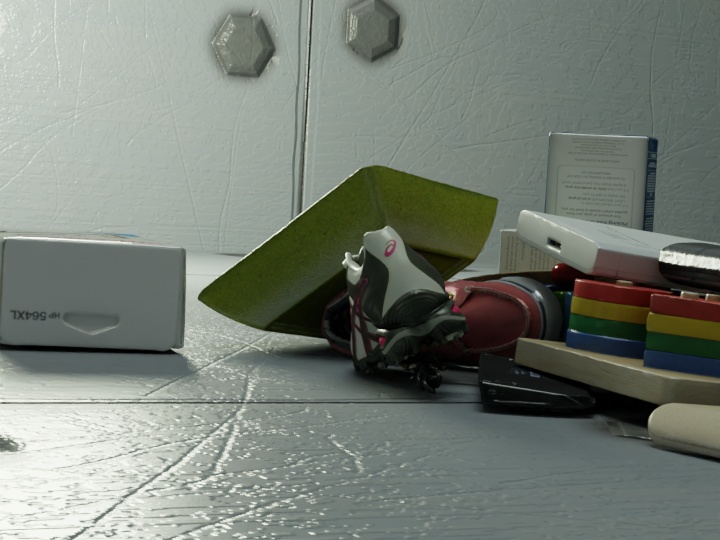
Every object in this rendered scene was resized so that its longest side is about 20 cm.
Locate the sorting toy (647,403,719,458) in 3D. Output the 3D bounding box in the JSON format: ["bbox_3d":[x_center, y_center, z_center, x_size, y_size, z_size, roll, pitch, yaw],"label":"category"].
[{"bbox_3d":[0.290,0.087,0.934,0.199,0.037,0.185,1,4,-34],"label":"sorting toy"}]

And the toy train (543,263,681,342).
[{"bbox_3d":[0.244,0.041,1.298,0.199,0.085,0.116,3,1,-14],"label":"toy train"}]

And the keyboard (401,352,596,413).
[{"bbox_3d":[0.093,0.075,1.152,0.127,0.021,0.200,9,2,5],"label":"keyboard"}]

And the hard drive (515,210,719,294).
[{"bbox_3d":[0.233,-0.007,1.271,0.199,0.027,0.132,8,10,-21],"label":"hard drive"}]

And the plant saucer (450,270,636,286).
[{"bbox_3d":[0.152,0.038,1.432,0.199,0.036,0.200,-1,-13,0],"label":"plant saucer"}]

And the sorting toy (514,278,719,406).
[{"bbox_3d":[0.238,0.050,1.135,0.198,0.070,0.200,7,2,-23],"label":"sorting toy"}]

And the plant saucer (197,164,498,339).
[{"bbox_3d":[0.000,0.000,1.399,0.199,0.048,0.200,-36,-26,27],"label":"plant saucer"}]

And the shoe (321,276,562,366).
[{"bbox_3d":[0.059,0.042,1.319,0.091,0.072,0.200,-1,-1,-39],"label":"shoe"}]

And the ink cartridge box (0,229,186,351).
[{"bbox_3d":[-0.232,0.012,1.369,0.145,0.085,0.200,3,2,-20],"label":"ink cartridge box"}]

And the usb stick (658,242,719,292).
[{"bbox_3d":[0.258,0.002,1.102,0.055,0.033,0.200,8,2,-17],"label":"usb stick"}]

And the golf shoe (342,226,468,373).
[{"bbox_3d":[0.025,0.020,1.192,0.077,0.088,0.200,-24,-4,-11],"label":"golf shoe"}]

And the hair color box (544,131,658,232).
[{"bbox_3d":[0.233,-0.033,1.658,0.100,0.201,0.060,5,3,19],"label":"hair color box"}]

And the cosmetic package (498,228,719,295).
[{"bbox_3d":[0.228,0.020,1.558,0.199,0.108,0.085,6,2,13],"label":"cosmetic package"}]
